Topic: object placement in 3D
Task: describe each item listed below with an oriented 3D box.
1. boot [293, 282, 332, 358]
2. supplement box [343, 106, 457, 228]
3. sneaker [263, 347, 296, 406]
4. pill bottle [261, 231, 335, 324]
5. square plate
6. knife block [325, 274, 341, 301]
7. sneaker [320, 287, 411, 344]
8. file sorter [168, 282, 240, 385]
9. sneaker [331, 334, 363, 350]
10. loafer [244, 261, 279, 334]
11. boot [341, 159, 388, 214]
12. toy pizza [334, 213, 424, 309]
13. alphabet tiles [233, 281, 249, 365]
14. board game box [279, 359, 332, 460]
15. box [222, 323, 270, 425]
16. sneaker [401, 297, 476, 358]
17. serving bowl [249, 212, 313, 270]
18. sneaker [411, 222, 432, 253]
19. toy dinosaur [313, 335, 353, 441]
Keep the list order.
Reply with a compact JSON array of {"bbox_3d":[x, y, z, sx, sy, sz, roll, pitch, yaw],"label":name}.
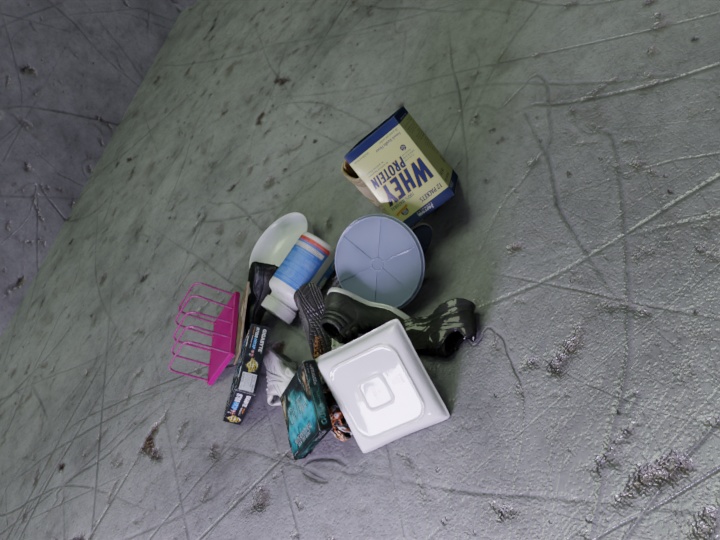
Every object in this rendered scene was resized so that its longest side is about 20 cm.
[{"bbox_3d":[-0.093,0.127,1.695,0.132,0.070,0.201,130,128,-75],"label":"boot"},{"bbox_3d":[0.092,-0.218,1.646,0.134,0.200,0.200,-37,9,18],"label":"supplement box"},{"bbox_3d":[-0.180,0.239,1.690,0.100,0.078,0.200,-55,34,1],"label":"sneaker"},{"bbox_3d":[-0.143,0.020,1.813,0.200,0.112,0.112,-55,36,-9],"label":"pill bottle"},{"bbox_3d":[0.032,0.215,1.404,0.198,0.200,0.028,-29,-1,27],"label":"square plate"},{"bbox_3d":[0.000,0.000,1.637,0.200,0.064,0.176,-42,21,57],"label":"knife block"},{"bbox_3d":[0.011,0.112,1.530,0.199,0.071,0.099,20,58,8],"label":"sneaker"},{"bbox_3d":[-0.387,0.150,1.916,0.139,0.125,0.200,-51,29,37],"label":"file sorter"},{"bbox_3d":[-0.035,0.170,1.591,0.070,0.080,0.201,2,61,46],"label":"sneaker"},{"bbox_3d":[-0.236,0.077,1.866,0.073,0.072,0.201,-128,46,-58],"label":"loafer"},{"bbox_3d":[0.016,-0.223,1.823,0.073,0.155,0.200,-39,37,15],"label":"boot"},{"bbox_3d":[0.040,-0.014,1.567,0.200,0.032,0.201,4,99,26],"label":"toy pizza"},{"bbox_3d":[-0.284,0.135,1.840,0.200,0.008,0.168,125,151,-66],"label":"alphabet tiles"},{"bbox_3d":[-0.108,0.270,1.495,0.200,0.028,0.136,123,136,-55],"label":"board game box"},{"bbox_3d":[-0.251,0.231,1.707,0.200,0.046,0.159,120,163,-55],"label":"box"},{"bbox_3d":[0.131,0.128,1.460,0.200,0.076,0.091,-32,49,30],"label":"sneaker"},{"bbox_3d":[-0.188,-0.047,1.962,0.200,0.066,0.201,-28,42,27],"label":"serving bowl"},{"bbox_3d":[0.100,-0.003,1.611,0.200,0.075,0.084,-59,34,4],"label":"sneaker"},{"bbox_3d":[-0.048,0.224,1.508,0.135,0.200,0.102,-30,1,21],"label":"toy dinosaur"}]
